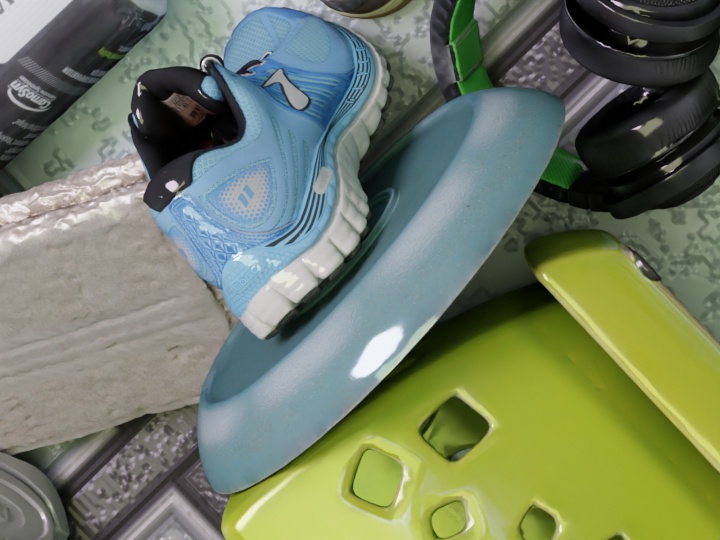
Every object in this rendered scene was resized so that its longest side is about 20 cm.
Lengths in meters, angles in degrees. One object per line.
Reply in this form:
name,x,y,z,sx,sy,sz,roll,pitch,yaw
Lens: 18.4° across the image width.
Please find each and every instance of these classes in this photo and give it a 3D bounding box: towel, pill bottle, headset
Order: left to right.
pill bottle,-0.185,-0.082,0.930,0.200,0.106,0.106,-41,91,11
towel,-0.144,0.022,0.938,0.199,0.035,0.133,-16,136,11
headset,0.124,-0.085,0.885,0.199,0.094,0.124,12,130,35

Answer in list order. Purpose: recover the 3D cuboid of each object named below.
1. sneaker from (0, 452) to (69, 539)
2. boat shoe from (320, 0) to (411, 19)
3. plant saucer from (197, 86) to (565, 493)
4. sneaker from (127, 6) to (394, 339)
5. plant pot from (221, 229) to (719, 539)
sneaker,-0.217,0.099,0.936,0.080,0.077,0.200,-29,133,29
boat shoe,-0.004,-0.204,0.908,0.073,0.065,0.201,-6,96,10
plant saucer,0.000,0.000,0.852,0.027,0.200,0.200,41,102,-11
sneaker,-0.043,-0.062,0.868,0.090,0.200,0.078,38,112,-19
plant pot,0.082,0.095,0.877,0.181,0.200,0.199,-44,90,6
